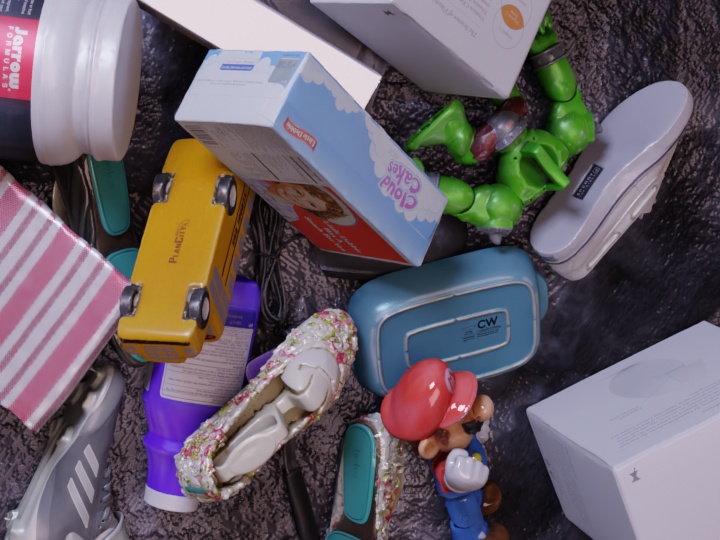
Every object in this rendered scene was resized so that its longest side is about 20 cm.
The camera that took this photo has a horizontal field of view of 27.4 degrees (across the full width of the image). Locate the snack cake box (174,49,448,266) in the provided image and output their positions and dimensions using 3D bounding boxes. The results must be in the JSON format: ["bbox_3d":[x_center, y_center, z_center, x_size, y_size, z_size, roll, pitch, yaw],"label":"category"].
[{"bbox_3d":[-0.034,-0.086,1.148,0.200,0.114,0.068,43,66,-42],"label":"snack cake box"}]

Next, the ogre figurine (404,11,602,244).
[{"bbox_3d":[0.121,-0.111,1.265,0.120,0.098,0.200,45,63,-9],"label":"ogre figurine"}]

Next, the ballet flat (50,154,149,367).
[{"bbox_3d":[-0.213,-0.018,1.213,0.068,0.068,0.202,-11,91,-56],"label":"ballet flat"}]

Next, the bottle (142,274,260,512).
[{"bbox_3d":[-0.140,0.100,1.244,0.083,0.065,0.202,9,95,-21],"label":"bottle"}]

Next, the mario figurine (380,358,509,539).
[{"bbox_3d":[0.094,0.153,1.260,0.106,0.123,0.201,-39,131,-20],"label":"mario figurine"}]

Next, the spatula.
[{"bbox_3d":[-0.058,0.161,1.279,0.056,0.020,0.202,-28,121,-36],"label":"spatula"}]

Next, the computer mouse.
[{"bbox_3d":[0.000,0.000,1.276,0.198,0.046,0.142,4,95,-15],"label":"computer mouse"}]

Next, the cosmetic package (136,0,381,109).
[{"bbox_3d":[-0.082,-0.184,1.172,0.199,0.083,0.051,30,93,-8],"label":"cosmetic package"}]

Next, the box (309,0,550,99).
[{"bbox_3d":[0.078,-0.265,1.193,0.152,0.106,0.202,32,78,-39],"label":"box"}]

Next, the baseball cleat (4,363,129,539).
[{"bbox_3d":[-0.227,0.178,1.239,0.106,0.070,0.201,27,99,-22],"label":"baseball cleat"}]

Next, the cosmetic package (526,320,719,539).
[{"bbox_3d":[0.282,0.154,1.288,0.198,0.200,0.124,-25,102,-9],"label":"cosmetic package"}]

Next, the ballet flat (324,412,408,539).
[{"bbox_3d":[0.007,0.223,1.300,0.064,0.075,0.202,3,104,-48],"label":"ballet flat"}]

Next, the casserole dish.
[{"bbox_3d":[0.079,0.051,1.289,0.198,0.039,0.122,-14,121,-13],"label":"casserole dish"}]

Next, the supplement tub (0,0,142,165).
[{"bbox_3d":[-0.274,-0.155,1.120,0.197,0.140,0.142,6,96,-1],"label":"supplement tub"}]

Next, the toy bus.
[{"bbox_3d":[-0.133,-0.015,1.167,0.064,0.079,0.202,3,56,11],"label":"toy bus"}]

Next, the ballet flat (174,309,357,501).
[{"bbox_3d":[-0.065,0.115,1.201,0.200,0.064,0.076,-47,114,-13],"label":"ballet flat"}]

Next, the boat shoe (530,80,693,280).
[{"bbox_3d":[0.234,-0.077,1.323,0.201,0.071,0.070,-53,133,-7],"label":"boat shoe"}]

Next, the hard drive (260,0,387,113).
[{"bbox_3d":[-0.032,-0.229,1.241,0.133,0.042,0.202,15,93,-15],"label":"hard drive"}]

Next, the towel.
[{"bbox_3d":[-0.285,0.010,1.173,0.200,0.030,0.147,40,96,4],"label":"towel"}]
